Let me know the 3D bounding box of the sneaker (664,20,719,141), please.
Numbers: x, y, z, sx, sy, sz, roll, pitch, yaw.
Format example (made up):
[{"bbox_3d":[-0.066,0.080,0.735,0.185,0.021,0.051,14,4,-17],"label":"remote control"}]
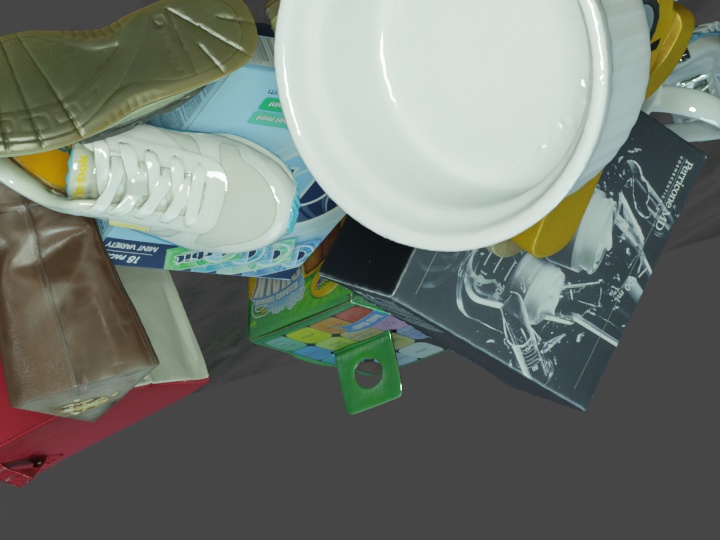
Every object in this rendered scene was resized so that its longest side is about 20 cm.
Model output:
[{"bbox_3d":[0.292,-0.157,1.841,0.075,0.087,0.200,-18,172,13],"label":"sneaker"}]

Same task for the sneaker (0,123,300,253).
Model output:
[{"bbox_3d":[-0.134,-0.053,1.271,0.199,0.077,0.081,14,-166,11],"label":"sneaker"}]

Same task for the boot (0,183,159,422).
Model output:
[{"bbox_3d":[-0.238,0.011,1.339,0.185,0.201,0.064,-18,172,0],"label":"boot"}]

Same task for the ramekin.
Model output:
[{"bbox_3d":[0.061,-0.118,1.168,0.200,0.201,0.098,-23,179,33],"label":"ramekin"}]

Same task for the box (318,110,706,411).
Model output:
[{"bbox_3d":[0.105,-0.038,1.451,0.182,0.201,0.104,30,173,-30],"label":"box"}]

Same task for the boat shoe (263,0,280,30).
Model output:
[{"bbox_3d":[0.030,-0.150,1.328,0.199,0.068,0.072,-12,171,-39],"label":"boat shoe"}]

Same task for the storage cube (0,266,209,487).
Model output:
[{"bbox_3d":[-0.251,0.049,1.623,0.179,0.201,0.171,-28,168,26],"label":"storage cube"}]

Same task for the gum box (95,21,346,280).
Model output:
[{"bbox_3d":[-0.067,-0.073,1.384,0.169,0.045,0.200,5,141,-39],"label":"gum box"}]

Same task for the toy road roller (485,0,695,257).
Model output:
[{"bbox_3d":[0.119,-0.117,1.288,0.146,0.123,0.201,-11,130,-52],"label":"toy road roller"}]

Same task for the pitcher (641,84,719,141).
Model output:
[{"bbox_3d":[0.192,-0.117,1.648,0.171,0.122,0.200,20,168,3],"label":"pitcher"}]

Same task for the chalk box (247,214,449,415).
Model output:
[{"bbox_3d":[0.000,0.000,1.552,0.124,0.201,0.125,18,152,-37],"label":"chalk box"}]

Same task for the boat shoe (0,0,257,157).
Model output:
[{"bbox_3d":[-0.155,-0.103,1.213,0.200,0.072,0.066,-21,169,-17],"label":"boat shoe"}]
